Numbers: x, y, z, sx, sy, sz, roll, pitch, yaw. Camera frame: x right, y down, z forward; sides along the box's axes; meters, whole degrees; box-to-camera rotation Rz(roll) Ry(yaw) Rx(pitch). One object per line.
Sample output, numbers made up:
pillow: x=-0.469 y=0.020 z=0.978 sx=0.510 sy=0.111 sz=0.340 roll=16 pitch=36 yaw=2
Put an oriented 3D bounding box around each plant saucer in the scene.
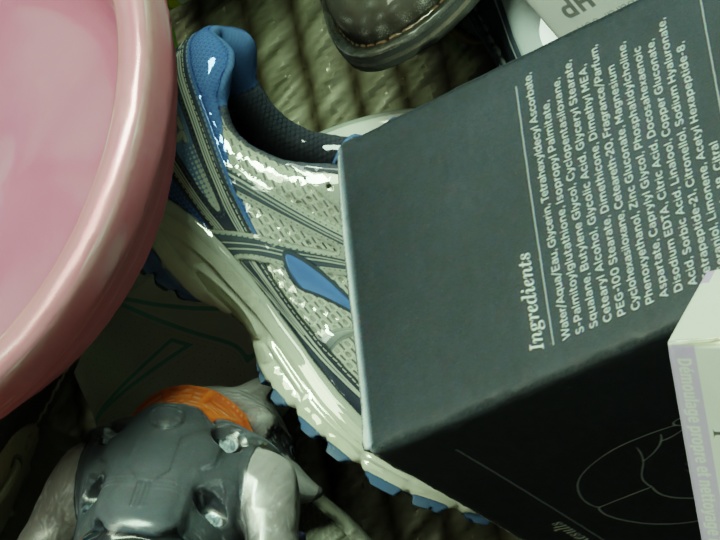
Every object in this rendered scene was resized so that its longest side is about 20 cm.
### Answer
plant saucer: x=-0.130 y=-0.031 z=0.927 sx=0.200 sy=0.051 sz=0.202 roll=-16 pitch=61 yaw=32

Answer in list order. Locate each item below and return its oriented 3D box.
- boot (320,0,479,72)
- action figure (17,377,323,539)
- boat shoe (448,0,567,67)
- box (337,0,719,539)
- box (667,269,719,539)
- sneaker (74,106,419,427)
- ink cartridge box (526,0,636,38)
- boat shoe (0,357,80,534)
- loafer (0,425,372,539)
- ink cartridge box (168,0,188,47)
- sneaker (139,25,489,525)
boot: x=-0.035 y=-0.174 z=0.940 sx=0.069 sy=0.174 sz=0.201 roll=-30 pitch=43 yaw=19
action figure: x=-0.035 y=0.096 z=0.880 sx=0.199 sy=0.105 sz=0.194 roll=-1 pitch=31 yaw=5
boat shoe: x=0.032 y=-0.105 z=1.019 sx=0.091 sy=0.071 sz=0.201 roll=-35 pitch=43 yaw=20
box: x=0.117 y=-0.001 z=0.839 sx=0.199 sy=0.148 sz=0.108 roll=-25 pitch=54 yaw=26
box: x=0.118 y=0.096 z=0.769 sx=0.038 sy=0.201 sz=0.041 roll=-1 pitch=28 yaw=23
sneaker: x=-0.017 y=0.005 z=1.009 sx=0.200 sy=0.070 sz=0.081 roll=-27 pitch=69 yaw=29
ink cartridge box: x=0.084 y=-0.159 z=0.883 sx=0.145 sy=0.200 sz=0.084 roll=-25 pitch=23 yaw=47
boat shoe: x=-0.144 y=0.070 z=0.962 sx=0.071 sy=0.063 sz=0.200 roll=-5 pitch=34 yaw=37
loafer: x=-0.073 y=0.097 z=1.004 sx=0.199 sy=0.063 sz=0.072 roll=14 pitch=65 yaw=24
ink cartridge box: x=-0.069 y=-0.136 z=1.055 sx=0.075 sy=0.148 sz=0.201 roll=-24 pitch=63 yaw=15
sneaker: x=0.000 y=0.000 z=0.928 sx=0.200 sy=0.077 sz=0.085 roll=40 pitch=106 yaw=5
